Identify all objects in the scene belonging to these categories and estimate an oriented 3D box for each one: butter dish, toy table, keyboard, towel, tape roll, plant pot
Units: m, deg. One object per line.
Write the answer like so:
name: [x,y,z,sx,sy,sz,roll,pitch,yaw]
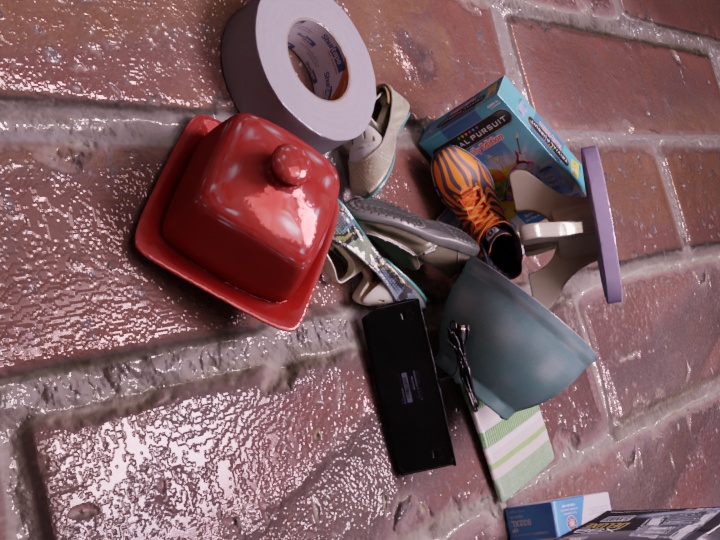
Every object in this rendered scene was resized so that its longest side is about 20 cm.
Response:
butter dish: [-0.097,-0.076,0.965,0.198,0.148,0.201,30,52,-17]
toy table: [0.265,-0.050,1.232,0.184,0.115,0.203,51,31,-69]
keyboard: [0.080,0.132,1.122,0.021,0.125,0.203,-6,83,-76]
towel: [0.197,0.192,1.303,0.152,0.023,0.203,-20,92,-48]
tape roll: [-0.071,-0.241,1.144,0.199,0.066,0.203,21,60,-41]
plant pot: [0.174,0.098,1.182,0.200,0.200,0.135,39,89,-31]

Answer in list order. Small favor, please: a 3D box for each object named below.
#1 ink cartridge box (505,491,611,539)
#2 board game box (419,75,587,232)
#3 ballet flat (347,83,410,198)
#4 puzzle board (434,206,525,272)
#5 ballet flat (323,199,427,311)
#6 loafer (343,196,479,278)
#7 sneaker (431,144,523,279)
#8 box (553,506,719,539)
ink cartridge box: [0.279,0.406,1.260,0.144,0.083,0.203,7,69,-46]
board game box: [0.202,-0.152,1.323,0.200,0.150,0.047,43,46,-20]
ballet flat: [0.013,-0.170,1.212,0.062,0.067,0.201,49,36,-25]
puzzle board: [0.190,-0.056,1.396,0.152,0.017,0.200,59,42,-13]
ballet flat: [0.000,0.000,1.139,0.200,0.074,0.075,46,46,-23]
loafer: [0.059,-0.034,1.195,0.198,0.070,0.075,18,18,-25]
sneaker: [0.167,-0.076,1.272,0.201,0.077,0.112,55,5,-13]
box: [0.354,0.332,1.156,0.157,0.199,0.051,-5,82,-46]
